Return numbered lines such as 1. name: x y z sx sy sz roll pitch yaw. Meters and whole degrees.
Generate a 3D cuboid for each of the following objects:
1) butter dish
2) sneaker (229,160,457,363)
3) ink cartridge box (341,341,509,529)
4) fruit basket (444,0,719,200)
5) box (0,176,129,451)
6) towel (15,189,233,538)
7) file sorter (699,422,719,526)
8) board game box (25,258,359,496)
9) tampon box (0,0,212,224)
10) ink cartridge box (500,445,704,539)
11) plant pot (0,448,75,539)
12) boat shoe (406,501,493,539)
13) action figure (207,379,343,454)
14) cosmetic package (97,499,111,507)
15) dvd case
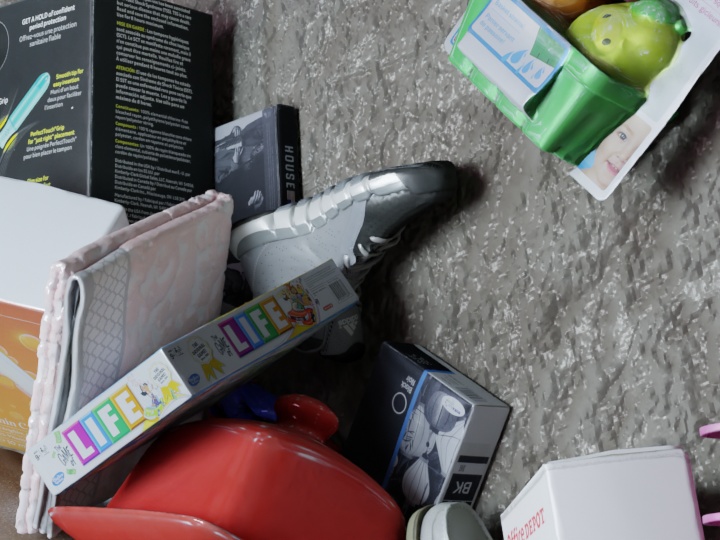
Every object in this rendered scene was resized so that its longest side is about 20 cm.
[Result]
1. butter dish: -0.057 0.147 1.197 0.200 0.199 0.148 -8 52 53
2. sneaker: 0.000 0.000 1.283 0.200 0.075 0.116 -18 85 45
3. ink cartridge box: 0.022 0.156 1.247 0.099 0.039 0.200 32 109 45
4. fruit basket: 0.144 -0.169 1.117 0.200 0.094 0.185 -58 47 21
5. box: -0.215 0.040 1.318 0.124 0.200 0.098 13 55 19
6. towel: -0.151 0.061 1.267 0.032 0.191 0.200 21 115 22
7. file sorter: 0.249 0.164 0.922 0.139 0.125 0.201 -15 73 47
8. board game box: -0.101 0.065 1.200 0.134 0.200 0.034 -37 86 32
9. tampon box: -0.203 -0.095 1.425 0.150 0.126 0.201 -8 78 40
10. ink cartridge box: 0.139 0.208 1.026 0.146 0.085 0.200 107 158 -71
11. plant pot: -0.213 0.235 1.290 0.200 0.187 0.187 16 96 45
12. boat shoe: 0.092 0.225 1.138 0.068 0.075 0.200 -35 69 37
13. action figure: -0.083 0.096 1.365 0.200 0.052 0.066 41 122 44
14. cosmetic package: -0.203 0.128 1.480 0.101 0.071 0.200 -53 50 30
15. dvd case: -0.117 -0.029 1.441 0.200 0.025 0.151 -15 73 47
